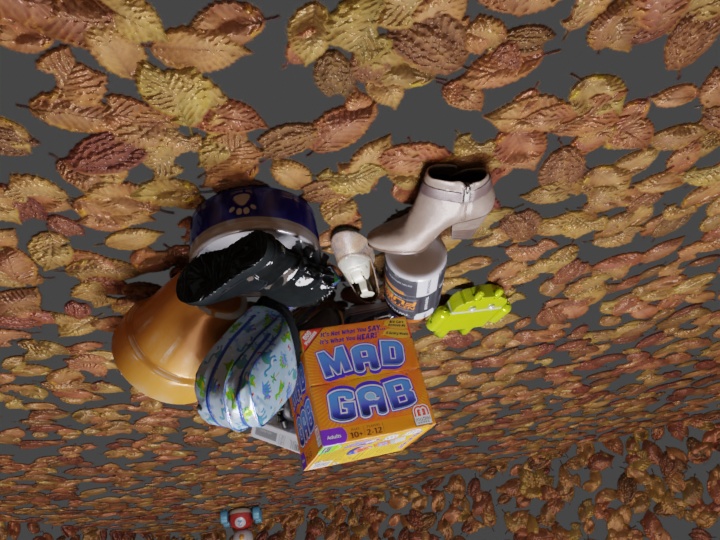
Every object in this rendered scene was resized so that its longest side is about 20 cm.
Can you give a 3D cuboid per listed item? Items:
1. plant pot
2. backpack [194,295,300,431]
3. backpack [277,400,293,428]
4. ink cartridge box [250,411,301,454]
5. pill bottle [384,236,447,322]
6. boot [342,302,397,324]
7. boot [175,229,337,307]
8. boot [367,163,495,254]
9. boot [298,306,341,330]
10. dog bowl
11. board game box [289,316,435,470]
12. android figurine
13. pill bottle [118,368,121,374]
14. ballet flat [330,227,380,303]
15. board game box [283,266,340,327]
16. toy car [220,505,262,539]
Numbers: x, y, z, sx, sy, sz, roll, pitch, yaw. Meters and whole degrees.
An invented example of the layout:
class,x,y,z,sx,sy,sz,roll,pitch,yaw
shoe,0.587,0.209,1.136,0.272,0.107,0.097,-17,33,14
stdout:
class,x,y,z,sx,sy,sz,roll,pitch,yaw
plant pot,-0.293,0.093,1.071,0.200,0.201,0.183,17,126,-37
backpack,-0.174,0.160,0.990,0.200,0.153,0.164,-31,130,-43
backpack,-0.082,0.231,1.359,0.153,0.201,0.190,-9,169,29
ink cartridge box,-0.135,0.331,1.411,0.161,0.200,0.050,16,108,10
pill bottle,0.095,0.020,1.112,0.106,0.107,0.200,-7,150,-2
boot,0.066,0.111,1.277,0.199,0.091,0.073,-13,150,7
boot,-0.148,0.016,0.923,0.198,0.074,0.162,-25,150,25
boot,0.106,-0.099,0.962,0.199,0.071,0.147,-9,144,-3
boot,-0.133,0.146,1.213,0.200,0.068,0.130,-43,158,18
dog bowl,-0.163,-0.040,0.968,0.199,0.079,0.200,-7,150,-4
board game box,-0.012,0.224,1.131,0.199,0.201,0.200,-6,154,-18
android figurine,0.231,0.086,1.317,0.181,0.041,0.200,-4,152,-23
pill bottle,-0.360,0.162,1.226,0.199,0.116,0.116,9,146,-28
ballet flat,0.000,0.000,1.091,0.068,0.068,0.200,-15,149,10
board game box,-0.135,0.075,1.153,0.135,0.035,0.200,-26,165,-42
toy car,-0.554,1.227,2.932,0.183,0.201,0.177,-6,150,-6
